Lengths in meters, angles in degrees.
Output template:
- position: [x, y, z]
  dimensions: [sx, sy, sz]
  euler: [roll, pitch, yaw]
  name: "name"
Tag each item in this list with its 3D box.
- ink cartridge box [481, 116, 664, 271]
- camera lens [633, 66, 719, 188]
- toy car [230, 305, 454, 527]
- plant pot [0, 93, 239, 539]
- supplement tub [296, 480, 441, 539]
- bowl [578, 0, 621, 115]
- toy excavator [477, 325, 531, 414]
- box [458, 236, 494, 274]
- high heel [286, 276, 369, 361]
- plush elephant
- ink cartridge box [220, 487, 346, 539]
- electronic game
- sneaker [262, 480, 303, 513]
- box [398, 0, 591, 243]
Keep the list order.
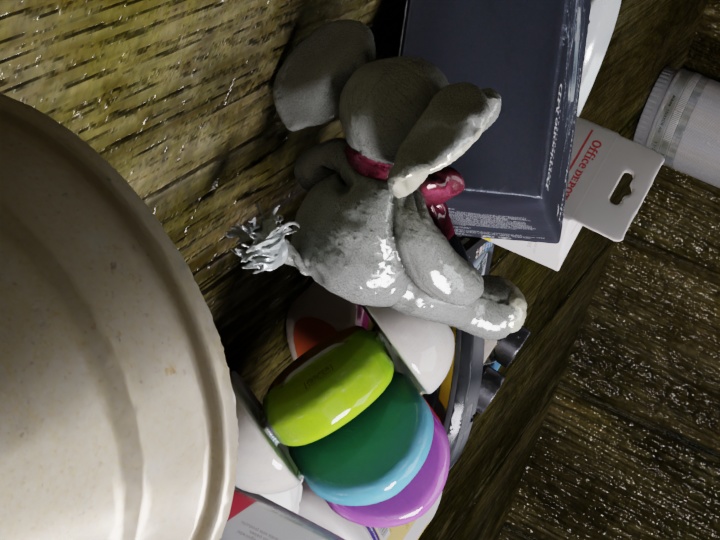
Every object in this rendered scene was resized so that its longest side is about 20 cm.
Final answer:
- position: [0.136, -0.078, 1.495]
  dimensions: [0.117, 0.199, 0.067]
  euler: [-56, 164, -37]
  name: "ink cartridge box"
- position: [0.568, -0.232, 2.991]
  dimensions: [0.160, 0.199, 0.160]
  euler: [-59, 166, -26]
  name: "camera lens"
- position: [-0.004, 0.103, 1.227]
  dimensions: [0.175, 0.150, 0.200]
  euler: [-34, -178, -2]
  name: "toy car"
- position: [-0.172, 0.064, 0.571]
  dimensions: [0.183, 0.200, 0.201]
  euler: [-34, 147, -49]
  name: "plant pot"
- position: [-0.019, 0.185, 1.464]
  dimensions: [0.200, 0.145, 0.146]
  euler: [-48, 158, -55]
  name: "supplement tub"
- position: [0.156, -0.189, 1.631]
  dimensions: [0.202, 0.090, 0.201]
  euler: [-59, 166, -25]
  name: "bowl"
- position: [0.111, 0.090, 1.988]
  dimensions: [0.195, 0.100, 0.200]
  euler: [-56, 177, -30]
  name: "toy excavator"
- position: [0.072, 0.046, 1.749]
  dimensions: [0.200, 0.050, 0.158]
  euler: [-34, 135, -67]
  name: "box"
- position: [0.000, 0.000, 1.370]
  dimensions: [0.096, 0.067, 0.201]
  euler: [-34, 144, -48]
  name: "high heel"
- position: [0.023, -0.065, 1.105]
  dimensions: [0.200, 0.165, 0.155]
  euler: [5, 122, -49]
  name: "plush elephant"
- position: [-0.106, 0.244, 1.211]
  dimensions: [0.201, 0.147, 0.086]
  euler: [-64, 165, -4]
  name: "ink cartridge box"
- position: [0.048, 0.067, 1.359]
  dimensions: [0.200, 0.041, 0.201]
  euler: [-174, -90, -75]
  name: "electronic game"
- position: [-0.098, 0.200, 1.308]
  dimensions: [0.087, 0.074, 0.201]
  euler: [71, 43, -84]
  name: "sneaker"
- position: [0.096, -0.134, 1.319]
  dimensions: [0.200, 0.117, 0.198]
  euler: [38, 60, -77]
  name: "box"
